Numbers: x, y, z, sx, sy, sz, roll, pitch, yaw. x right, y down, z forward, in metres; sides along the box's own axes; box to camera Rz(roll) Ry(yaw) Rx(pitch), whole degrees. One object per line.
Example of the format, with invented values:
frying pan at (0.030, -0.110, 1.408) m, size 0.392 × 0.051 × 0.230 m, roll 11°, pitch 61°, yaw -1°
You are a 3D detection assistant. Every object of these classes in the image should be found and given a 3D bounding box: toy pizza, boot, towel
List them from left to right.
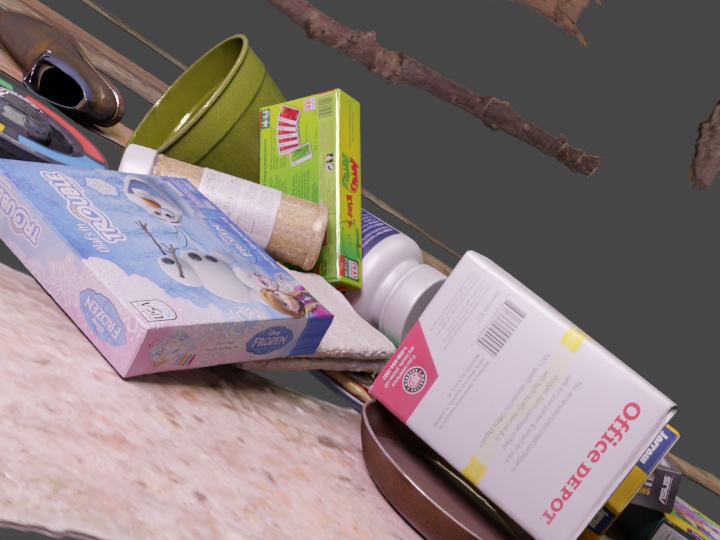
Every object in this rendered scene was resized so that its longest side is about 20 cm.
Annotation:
boot at (-0.375, -0.252, 1.126) m, size 0.199 × 0.075 × 0.097 m, roll 38°, pitch 6°, yaw 2°
towel at (-0.066, 0.039, 0.816) m, size 0.199 × 0.035 × 0.132 m, roll 6°, pitch 28°, yaw -50°
toy pizza at (0.000, 0.088, 0.919) m, size 0.199 × 0.032 × 0.200 m, roll 35°, pitch 9°, yaw -6°

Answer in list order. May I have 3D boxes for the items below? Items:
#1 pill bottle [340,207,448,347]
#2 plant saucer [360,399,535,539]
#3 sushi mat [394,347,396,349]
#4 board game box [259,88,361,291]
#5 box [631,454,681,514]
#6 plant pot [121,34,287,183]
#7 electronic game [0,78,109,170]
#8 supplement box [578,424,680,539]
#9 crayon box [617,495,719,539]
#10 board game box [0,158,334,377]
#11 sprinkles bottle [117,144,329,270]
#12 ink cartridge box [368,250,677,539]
pill bottle at (0.000, 0.000, 1.033) m, size 0.199 × 0.120 × 0.119 m, roll 33°, pitch 6°, yaw 31°
plant saucer at (0.074, 0.177, 0.736) m, size 0.199 × 0.035 × 0.200 m, roll 35°, pitch 10°, yaw -7°
sushi mat at (-0.033, 0.034, 1.141) m, size 0.095 × 0.012 × 0.200 m, roll 28°, pitch 12°, yaw -40°
board game box at (-0.053, -0.078, 0.982) m, size 0.101 × 0.202 × 0.047 m, roll -8°, pitch -15°, yaw 29°
box at (0.272, 0.209, 1.097) m, size 0.157 × 0.049 × 0.200 m, roll 12°, pitch 7°, yaw 5°
plant pot at (-0.140, -0.134, 1.107) m, size 0.193 × 0.200 × 0.201 m, roll 44°, pitch 4°, yaw -26°
electronic game at (-0.318, -0.139, 0.858) m, size 0.199 × 0.042 × 0.200 m, roll 35°, pitch 9°, yaw -6°
supplement box at (0.185, 0.152, 0.917) m, size 0.200 × 0.109 × 0.109 m, roll 39°, pitch -29°, yaw 20°
crayon box at (0.393, 0.327, 1.097) m, size 0.199 × 0.059 × 0.173 m, roll 35°, pitch 7°, yaw -3°
board game box at (-0.148, -0.007, 0.696) m, size 0.200 × 0.044 × 0.198 m, roll 41°, pitch 22°, yaw 27°
sprinkles bottle at (-0.131, -0.059, 0.890) m, size 0.198 × 0.069 × 0.068 m, roll 16°, pitch 12°, yaw -10°
ink cartridge box at (0.130, 0.104, 0.757) m, size 0.200 × 0.146 × 0.083 m, roll 40°, pitch 8°, yaw 22°
